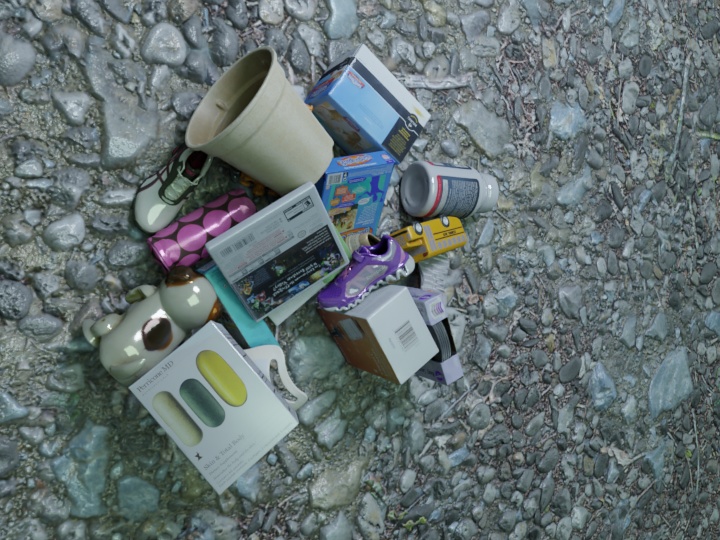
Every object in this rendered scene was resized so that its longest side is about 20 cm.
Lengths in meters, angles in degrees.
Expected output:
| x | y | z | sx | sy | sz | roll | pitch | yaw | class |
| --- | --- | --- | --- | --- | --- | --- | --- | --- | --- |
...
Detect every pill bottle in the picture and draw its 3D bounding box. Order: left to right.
| x | y | z | sx | sy | sz | roll | pitch | yaw | class |
| --- | --- | --- | --- | --- | --- | --- | --- | --- | --- |
| 0.200 | -0.174 | 1.253 | 0.200 | 0.120 | 0.120 | 0 | 92 | -30 | pill bottle |

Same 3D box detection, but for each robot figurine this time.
| x | y | z | sx | sy | sz | roll | pitch | yaw | class |
| --- | --- | --- | --- | --- | --- | --- | --- | --- | --- |
| -0.163 | -0.228 | 1.062 | 0.145 | 0.058 | 0.200 | 19 | 82 | -12 | robot figurine |

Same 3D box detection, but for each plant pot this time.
| x | y | z | sx | sy | sz | roll | pitch | yaw | class |
| --- | --- | --- | --- | --- | --- | --- | --- | --- | --- |
| -0.150 | -0.224 | 0.935 | 0.183 | 0.200 | 0.201 | 39 | 73 | -38 | plant pot |

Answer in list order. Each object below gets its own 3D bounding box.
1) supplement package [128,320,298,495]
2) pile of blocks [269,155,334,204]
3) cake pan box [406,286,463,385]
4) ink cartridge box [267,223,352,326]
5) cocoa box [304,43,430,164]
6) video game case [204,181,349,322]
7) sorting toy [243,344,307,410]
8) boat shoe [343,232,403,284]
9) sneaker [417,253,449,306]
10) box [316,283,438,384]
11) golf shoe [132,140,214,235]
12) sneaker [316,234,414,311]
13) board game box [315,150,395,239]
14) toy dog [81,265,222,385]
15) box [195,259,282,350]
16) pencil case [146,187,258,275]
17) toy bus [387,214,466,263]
| x | y | z | sx | sy | sz | roll | pitch | yaw | class |
| --- | --- | --- | --- | --- | --- | --- | --- | --- | --- |
| -0.218 | 0.203 | 0.882 | 0.152 | 0.151 | 0.200 | -40 | 90 | -11 | supplement package |
| -0.109 | -0.163 | 1.105 | 0.082 | 0.062 | 0.200 | 39 | 73 | -26 | pile of blocks |
| 0.118 | 0.129 | 1.171 | 0.052 | 0.200 | 0.184 | -25 | 107 | -27 | cake pan box |
| -0.119 | -0.002 | 1.073 | 0.200 | 0.059 | 0.104 | -40 | 129 | -10 | ink cartridge box |
| 0.009 | -0.313 | 1.126 | 0.200 | 0.133 | 0.131 | 39 | 73 | -26 | cocoa box |
| -0.133 | -0.027 | 0.963 | 0.200 | 0.023 | 0.182 | -33 | 131 | -10 | video game case |
| -0.197 | 0.217 | 1.007 | 0.180 | 0.107 | 0.200 | -25 | 107 | 3 | sorting toy |
| 0.044 | -0.023 | 1.165 | 0.200 | 0.064 | 0.071 | 26 | 51 | -52 | boat shoe |
| 0.140 | 0.037 | 1.257 | 0.077 | 0.112 | 0.200 | 18 | 49 | -7 | sneaker |
| 0.029 | 0.115 | 1.117 | 0.106 | 0.200 | 0.152 | -37 | 110 | -24 | box |
| -0.317 | -0.150 | 0.970 | 0.077 | 0.088 | 0.200 | 36 | 76 | -28 | golf shoe |
| 0.000 | 0.000 | 1.069 | 0.200 | 0.080 | 0.089 | -31 | 123 | -5 | sneaker |
| -0.026 | -0.127 | 1.100 | 0.152 | 0.045 | 0.200 | -15 | 139 | -30 | board game box |
| -0.326 | 0.077 | 0.917 | 0.200 | 0.194 | 0.140 | -41 | 102 | -13 | toy dog |
| -0.224 | 0.075 | 1.036 | 0.049 | 0.082 | 0.200 | -37 | 110 | -25 | box |
| -0.270 | -0.062 | 1.006 | 0.200 | 0.094 | 0.091 | -32 | 67 | -24 | pencil case |
| 0.141 | -0.066 | 1.190 | 0.200 | 0.065 | 0.078 | -18 | 88 | -50 | toy bus |
